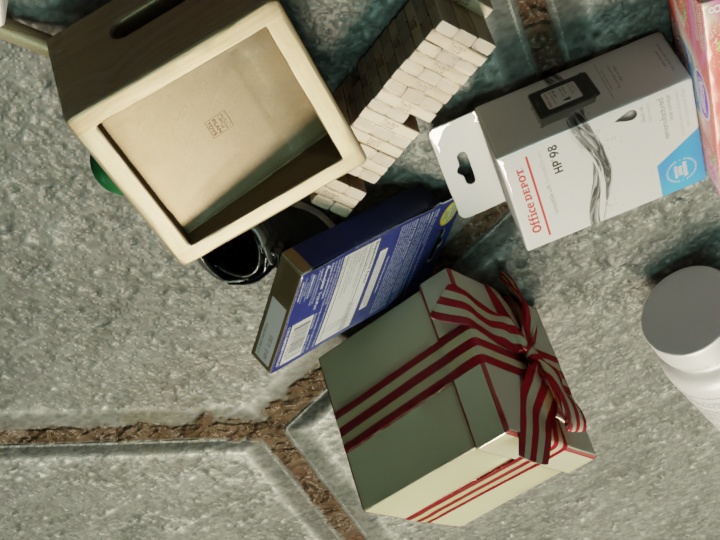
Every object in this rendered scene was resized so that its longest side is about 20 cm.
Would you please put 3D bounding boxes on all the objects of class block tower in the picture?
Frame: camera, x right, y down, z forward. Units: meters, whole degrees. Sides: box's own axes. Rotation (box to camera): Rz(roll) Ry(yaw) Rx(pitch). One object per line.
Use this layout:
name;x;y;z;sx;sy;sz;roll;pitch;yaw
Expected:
block tower;0.021;-0.130;0.895;0.054;0.058;0.200;20;128;-30

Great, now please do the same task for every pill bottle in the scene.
pill bottle;0.359;0.085;1.148;0.113;0.114;0.200;-32;133;22

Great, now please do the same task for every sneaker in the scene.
sneaker;-0.075;-0.016;0.964;0.071;0.100;0.200;-36;133;22

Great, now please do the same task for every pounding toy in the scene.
pounding toy;-0.135;-0.129;0.827;0.199;0.143;0.185;-29;136;4

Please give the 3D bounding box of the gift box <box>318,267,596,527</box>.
gift box;0.089;0.119;1.055;0.186;0.186;0.199;-34;152;24

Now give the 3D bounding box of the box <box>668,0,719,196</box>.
box;0.295;-0.165;0.885;0.102;0.095;0.201;-17;137;7

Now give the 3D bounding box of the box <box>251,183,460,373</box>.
box;0.000;0.000;0.995;0.199;0.032;0.122;-27;150;-39

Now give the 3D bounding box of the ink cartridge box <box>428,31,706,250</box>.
ink cartridge box;0.167;-0.093;0.945;0.199;0.067;0.116;-23;137;6

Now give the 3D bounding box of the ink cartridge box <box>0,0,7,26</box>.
ink cartridge box;-0.286;-0.247;0.685;0.145;0.086;0.201;-1;137;-10
